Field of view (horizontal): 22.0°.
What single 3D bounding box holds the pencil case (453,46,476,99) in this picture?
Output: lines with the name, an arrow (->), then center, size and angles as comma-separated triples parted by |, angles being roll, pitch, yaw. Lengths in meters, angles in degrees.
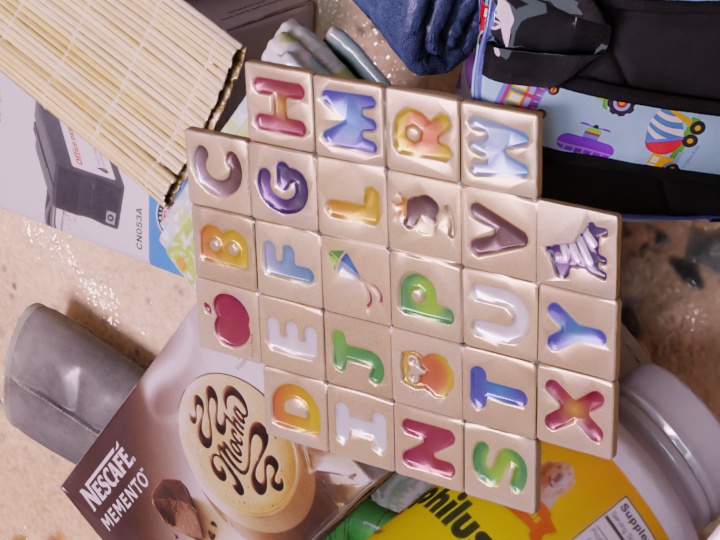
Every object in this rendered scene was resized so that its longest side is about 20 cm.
pencil case -> 0.085, -0.085, 0.867 | 0.083, 0.086, 0.201 | 14, 123, 1

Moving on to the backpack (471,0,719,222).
backpack -> 0.132, -0.110, 0.728 | 0.135, 0.198, 0.184 | -112, 26, -55

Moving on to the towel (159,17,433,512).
towel -> 0.000, 0.000, 0.883 | 0.200, 0.048, 0.171 | 49, 139, 8

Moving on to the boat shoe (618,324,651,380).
boat shoe -> 0.069, 0.027, 0.954 | 0.199, 0.063, 0.073 | 30, 90, 11

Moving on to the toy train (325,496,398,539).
toy train -> -0.006, 0.140, 0.975 | 0.199, 0.042, 0.057 | 19, 119, 29

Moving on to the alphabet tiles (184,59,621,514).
alphabet tiles -> 0.012, 0.006, 0.735 | 0.199, 0.006, 0.168 | 14, 118, 31

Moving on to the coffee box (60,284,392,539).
coffee box -> -0.052, 0.084, 0.889 | 0.113, 0.080, 0.200 | 49, 137, 7

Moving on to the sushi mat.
sushi mat -> -0.146, -0.124, 0.963 | 0.200, 0.012, 0.096 | 38, 111, 26

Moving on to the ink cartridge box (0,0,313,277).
ink cartridge box -> -0.131, -0.094, 1.030 | 0.199, 0.084, 0.146 | 19, 119, 31

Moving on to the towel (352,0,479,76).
towel -> 0.004, -0.188, 0.863 | 0.200, 0.048, 0.112 | 56, 138, 39

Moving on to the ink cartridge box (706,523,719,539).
ink cartridge box -> 0.205, 0.114, 0.780 | 0.084, 0.200, 0.146 | 41, 128, 16

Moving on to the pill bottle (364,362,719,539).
pill bottle -> 0.079, 0.132, 0.854 | 0.109, 0.199, 0.109 | 50, 168, 15

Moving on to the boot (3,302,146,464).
boot -> -0.125, 0.075, 1.115 | 0.200, 0.072, 0.183 | 39, 125, 27
